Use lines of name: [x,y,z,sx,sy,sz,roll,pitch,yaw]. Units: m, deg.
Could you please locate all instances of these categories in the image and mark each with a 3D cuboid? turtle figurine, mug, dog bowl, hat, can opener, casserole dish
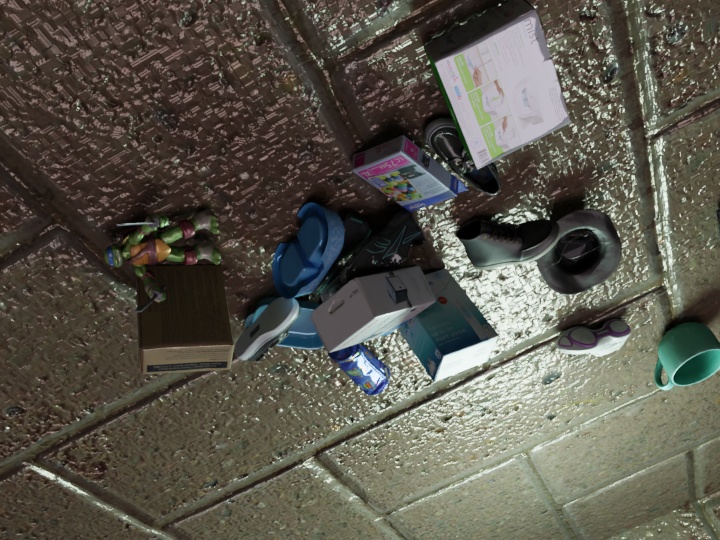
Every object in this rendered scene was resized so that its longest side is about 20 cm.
turtle figurine: [-0.326,-0.024,1.316,0.191,0.147,0.199,-18,-175,-28]
mug: [0.848,0.217,2.037,0.182,0.116,0.153,-25,139,8]
dog bowl: [-0.096,-0.034,1.440,0.049,0.113,0.201,2,136,-39]
hat: [0.449,-0.052,1.636,0.195,0.081,0.205,-5,120,-8]
can opener: [0.000,0.000,1.540,0.199,0.067,0.053,-42,105,2]
casserole dish: [-0.142,0.106,1.605,0.195,0.039,0.122,8,132,-18]

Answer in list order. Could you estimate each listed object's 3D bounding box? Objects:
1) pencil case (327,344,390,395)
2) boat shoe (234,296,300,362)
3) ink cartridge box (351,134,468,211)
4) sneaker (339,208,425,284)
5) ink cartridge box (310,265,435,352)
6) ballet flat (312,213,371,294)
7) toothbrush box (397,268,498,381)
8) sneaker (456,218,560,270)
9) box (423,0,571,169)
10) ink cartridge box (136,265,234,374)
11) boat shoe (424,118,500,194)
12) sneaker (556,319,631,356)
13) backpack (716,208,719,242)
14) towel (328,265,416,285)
pencil case: [0.002,0.211,1.748,0.085,0.080,0.200,-3,146,29]
boat shoe: [-0.177,0.119,1.544,0.056,0.070,0.199,24,132,-34]
ink cartridge box: [0.092,-0.163,1.386,0.118,0.043,0.198,-14,150,41]
sneaker: [0.044,-0.033,1.439,0.199,0.080,0.075,-42,179,-25]
ink cartridge box: [0.025,0.070,1.468,0.146,0.087,0.198,-38,164,36]
ballet flat: [-0.057,-0.036,1.487,0.072,0.074,0.200,16,134,-32]
toothbrush box: [0.164,0.107,1.588,0.144,0.201,0.086,-14,140,-27]
sneaker: [0.294,-0.067,1.546,0.197,0.076,0.106,-21,138,24]
box: [0.221,-0.299,1.244,0.174,0.097,0.202,-26,121,7]
ink cartridge box: [-0.323,0.085,1.409,0.161,0.203,0.076,-1,136,-18]
boat shoe: [0.191,-0.202,1.390,0.068,0.057,0.198,-39,134,23]
sneaker: [0.580,0.187,1.937,0.195,0.076,0.101,-9,136,-11]
backpack: [0.874,-0.065,1.690,0.175,0.204,0.149,21,146,-37]
towel: [0.024,0.056,1.641,0.195,0.022,0.149,-9,137,-13]
